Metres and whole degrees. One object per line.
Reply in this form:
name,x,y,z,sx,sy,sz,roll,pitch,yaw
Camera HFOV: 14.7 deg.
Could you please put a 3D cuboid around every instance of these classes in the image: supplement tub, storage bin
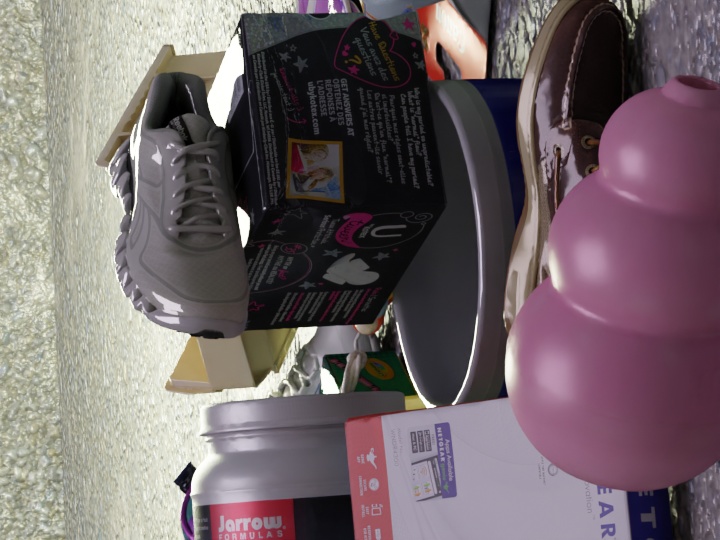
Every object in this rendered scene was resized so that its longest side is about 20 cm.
supplement tub,-0.028,0.176,1.648,0.140,0.140,0.201,157,109,-75
storage bin,-0.109,-0.040,2.107,0.199,0.093,0.201,-67,-32,-54

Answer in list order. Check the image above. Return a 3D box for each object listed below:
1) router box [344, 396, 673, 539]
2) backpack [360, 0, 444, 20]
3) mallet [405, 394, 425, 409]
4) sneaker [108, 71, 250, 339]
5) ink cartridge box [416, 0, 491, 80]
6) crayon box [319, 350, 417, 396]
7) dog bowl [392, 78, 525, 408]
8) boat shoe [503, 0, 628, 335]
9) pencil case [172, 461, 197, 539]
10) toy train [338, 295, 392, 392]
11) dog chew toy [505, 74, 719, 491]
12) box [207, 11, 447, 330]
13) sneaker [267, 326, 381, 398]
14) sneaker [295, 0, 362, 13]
router box,0.084,0.169,1.527,0.179,0.049,0.201,-11,81,34
backpack,0.045,-0.247,1.557,0.200,0.175,0.153,-92,-21,-45
mallet,0.022,0.082,1.869,0.200,0.041,0.066,1,90,56
sneaker,-0.103,-0.039,1.618,0.200,0.075,0.081,-109,32,-48
ink cartridge box,0.044,-0.206,1.818,0.163,0.057,0.201,-122,36,-61
crayon box,0.019,0.156,1.964,0.200,0.058,0.119,-118,28,-58
dog bowl,0.079,-0.014,1.658,0.200,0.078,0.201,177,90,-76
boat shoe,0.128,-0.050,1.514,0.072,0.072,0.201,11,94,44
pencil case,-0.060,0.209,1.916,0.085,0.092,0.200,36,161,39
toy train,0.000,0.000,1.896,0.200,0.055,0.151,110,-176,-62
dog chew toy,0.142,0.003,1.354,0.125,0.124,0.201,-122,41,-62
box,-0.029,-0.058,1.686,0.200,0.114,0.133,122,144,-64
sneaker,-0.030,0.100,2.088,0.075,0.087,0.201,-112,25,-56
sneaker,-0.011,-0.145,2.003,0.114,0.072,0.201,-163,70,-71
